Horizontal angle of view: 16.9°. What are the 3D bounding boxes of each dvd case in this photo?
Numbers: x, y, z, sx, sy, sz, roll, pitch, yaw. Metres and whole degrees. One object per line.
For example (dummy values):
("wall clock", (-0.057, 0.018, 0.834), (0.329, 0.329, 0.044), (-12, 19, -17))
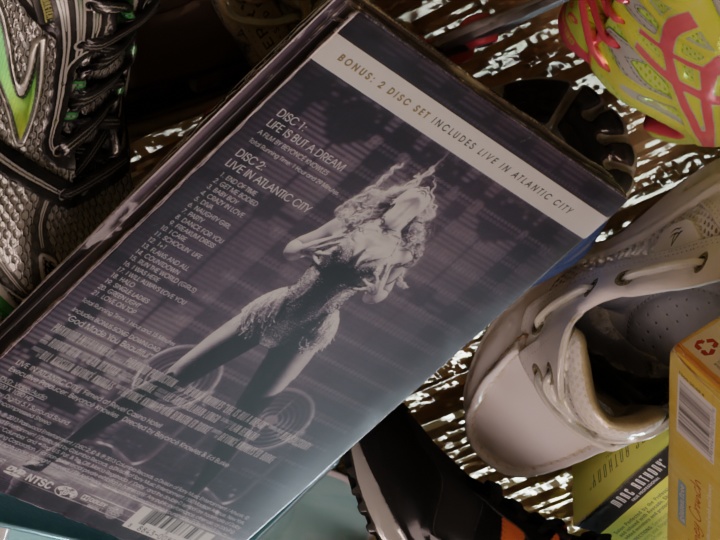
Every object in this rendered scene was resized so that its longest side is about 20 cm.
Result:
("dvd case", (-0.029, 0.012, 0.764), (0.200, 0.016, 0.148), (-42, 139, 17))

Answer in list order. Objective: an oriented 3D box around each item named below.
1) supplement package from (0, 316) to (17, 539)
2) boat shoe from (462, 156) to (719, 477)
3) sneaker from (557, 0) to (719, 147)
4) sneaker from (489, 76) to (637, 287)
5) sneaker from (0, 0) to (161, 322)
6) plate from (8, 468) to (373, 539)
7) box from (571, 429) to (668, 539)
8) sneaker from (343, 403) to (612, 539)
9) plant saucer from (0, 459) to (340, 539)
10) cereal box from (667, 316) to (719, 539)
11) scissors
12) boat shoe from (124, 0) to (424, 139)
("supplement package", (-0.206, 0.005, 0.856), (0.199, 0.122, 0.120), (13, 134, -10))
("boat shoe", (0.092, 0.031, 0.878), (0.071, 0.069, 0.200), (36, 138, -7))
("sneaker", (0.099, -0.087, 0.759), (0.090, 0.079, 0.200), (-1, 152, 24))
("sneaker", (0.000, 0.000, 0.850), (0.199, 0.079, 0.089), (-14, 155, -4))
("sneaker", (-0.096, -0.069, 0.728), (0.085, 0.078, 0.201), (2, 117, 25))
("plate", (-0.092, 0.112, 0.984), (0.199, 0.026, 0.200), (-12, 153, -6))
("box", (0.185, 0.105, 0.977), (0.199, 0.050, 0.075), (26, 130, -19))
("sneaker", (0.072, 0.117, 0.934), (0.090, 0.070, 0.201), (-32, 101, 8))
("plant saucer", (-0.086, 0.065, 0.836), (0.070, 0.019, 0.200), (-45, 148, 15))
("cereal box", (0.194, 0.037, 0.842), (0.199, 0.040, 0.144), (-29, 139, -20))
("scissors", (0.033, -0.073, 0.754), (0.199, 0.014, 0.073), (-19, 174, 37))
("boat shoe", (-0.053, -0.079, 0.804), (0.199, 0.063, 0.073), (-20, 130, 22))
